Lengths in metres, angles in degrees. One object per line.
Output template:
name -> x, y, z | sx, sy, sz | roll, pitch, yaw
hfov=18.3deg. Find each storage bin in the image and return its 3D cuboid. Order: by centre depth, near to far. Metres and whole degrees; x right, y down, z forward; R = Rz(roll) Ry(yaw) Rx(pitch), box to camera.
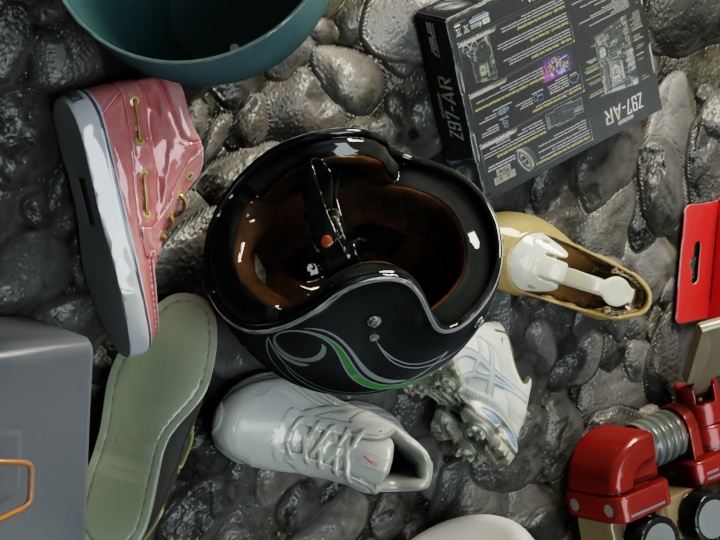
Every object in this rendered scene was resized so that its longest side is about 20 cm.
storage bin -> -0.256, 0.123, 1.541 | 0.134, 0.145, 0.200 | -11, 110, -45

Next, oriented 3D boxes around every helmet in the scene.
helmet -> 0.000, 0.000, 1.651 | 0.191, 0.200, 0.200 | 25, 88, -49

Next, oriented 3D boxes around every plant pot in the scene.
plant pot -> -0.100, -0.209, 1.539 | 0.200, 0.200, 0.135 | -56, 161, -10

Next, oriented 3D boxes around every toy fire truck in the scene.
toy fire truck -> 0.270, 0.143, 1.951 | 0.176, 0.129, 0.200 | -18, 101, -31

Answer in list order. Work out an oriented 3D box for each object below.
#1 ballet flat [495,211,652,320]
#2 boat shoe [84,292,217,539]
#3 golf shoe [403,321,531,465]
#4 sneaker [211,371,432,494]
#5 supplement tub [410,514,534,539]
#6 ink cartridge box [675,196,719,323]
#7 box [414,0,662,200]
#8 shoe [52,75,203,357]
ballet flat -> 0.167, -0.003, 1.857 | 0.200, 0.063, 0.069 | 16, 93, -38
boat shoe -> -0.158, 0.114, 1.654 | 0.072, 0.061, 0.202 | 20, 80, 5
golf shoe -> 0.077, 0.068, 1.819 | 0.200, 0.078, 0.097 | 56, 52, -39
sneaker -> -0.021, 0.131, 1.732 | 0.200, 0.099, 0.078 | 11, 96, -38
supplement tub -> 0.113, 0.318, 1.857 | 0.145, 0.145, 0.200 | -41, 123, -21
ink cartridge box -> 0.381, -0.009, 2.012 | 0.200, 0.067, 0.116 | -8, 107, -34
box -> 0.148, -0.168, 1.807 | 0.200, 0.044, 0.161 | -29, 119, -27
shoe -> -0.153, -0.041, 1.602 | 0.091, 0.071, 0.200 | -19, 109, -25
